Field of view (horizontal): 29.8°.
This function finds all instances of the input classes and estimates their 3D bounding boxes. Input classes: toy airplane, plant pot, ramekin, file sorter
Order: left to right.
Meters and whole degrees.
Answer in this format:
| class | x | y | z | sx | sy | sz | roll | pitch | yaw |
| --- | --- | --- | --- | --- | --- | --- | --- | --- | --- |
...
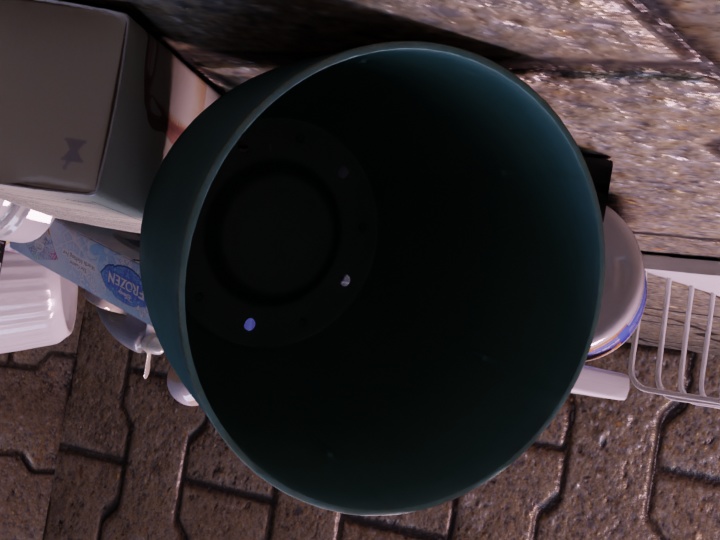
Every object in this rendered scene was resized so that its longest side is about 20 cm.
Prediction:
| class | x | y | z | sx | sy | sz | roll | pitch | yaw |
| --- | --- | --- | --- | --- | --- | --- | --- | --- | --- |
| ramekin | -0.335 | -0.013 | 1.339 | 0.094 | 0.203 | 0.202 | -1 | 177 | -5 |
| toy airplane | -0.151 | 0.046 | 1.185 | 0.199 | 0.142 | 0.199 | 10 | 175 | -16 |
| plant pot | -0.013 | -0.008 | 0.636 | 0.200 | 0.202 | 0.161 | 12 | -175 | -27 |
| file sorter | 0.351 | 0.066 | 1.232 | 0.138 | 0.125 | 0.200 | 6 | 174 | 41 |

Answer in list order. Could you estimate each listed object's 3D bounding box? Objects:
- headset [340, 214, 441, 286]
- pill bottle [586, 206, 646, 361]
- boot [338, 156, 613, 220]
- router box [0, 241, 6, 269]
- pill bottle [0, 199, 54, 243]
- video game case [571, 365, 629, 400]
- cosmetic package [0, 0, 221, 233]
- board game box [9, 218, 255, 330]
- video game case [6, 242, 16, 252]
| class | x | y | z | sx | sy | sz | roll | pitch | yaw |
| --- | --- | --- | --- | --- | --- | --- | --- | --- | --- |
| headset | 0.042 | 0.034 | 0.805 | 0.123 | 0.094 | 0.200 | 9 | 151 | -7 |
| pill bottle | 0.157 | 0.012 | 1.009 | 0.112 | 0.113 | 0.200 | 9 | 175 | 14 |
| boot | 0.035 | -0.051 | 0.829 | 0.199 | 0.066 | 0.165 | 6 | 179 | -9 |
| router box | -0.362 | -0.055 | 1.006 | 0.199 | 0.158 | 0.052 | 10 | 176 | 4 |
| pill bottle | -0.287 | -0.075 | 0.839 | 0.112 | 0.113 | 0.200 | 6 | 175 | 43 |
| video game case | 0.073 | 0.062 | 0.988 | 0.181 | 0.024 | 0.200 | 8 | 176 | 37 |
| cosmetic package | -0.142 | -0.073 | 0.701 | 0.103 | 0.088 | 0.200 | 10 | 177 | 7 |
| board game box | -0.111 | -0.016 | 0.977 | 0.199 | 0.044 | 0.200 | 26 | -155 | 35 |
| video game case | -0.321 | -0.070 | 1.148 | 0.199 | 0.018 | 0.143 | 13 | 140 | -40 |
